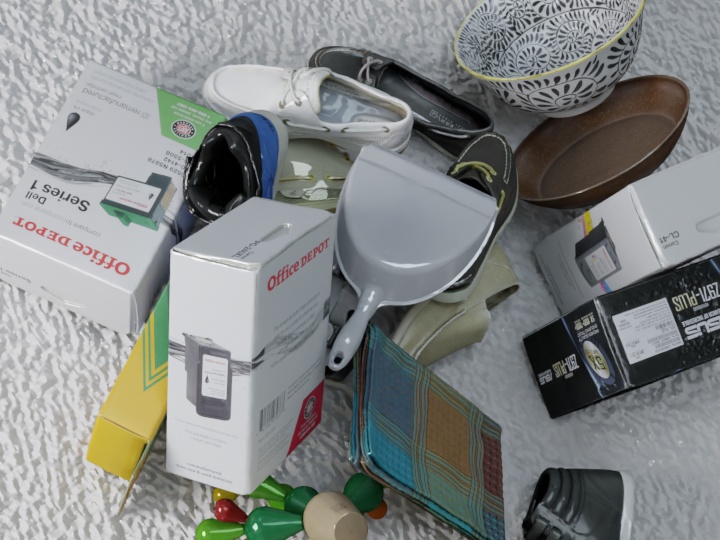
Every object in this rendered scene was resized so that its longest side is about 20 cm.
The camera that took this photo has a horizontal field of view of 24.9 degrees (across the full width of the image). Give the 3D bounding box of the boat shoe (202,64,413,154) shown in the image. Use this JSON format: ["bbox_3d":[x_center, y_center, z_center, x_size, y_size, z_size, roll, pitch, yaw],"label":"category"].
[{"bbox_3d":[-0.046,-0.159,1.496,0.197,0.069,0.072,11,67,-4],"label":"boat shoe"}]

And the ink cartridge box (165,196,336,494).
[{"bbox_3d":[-0.090,0.056,1.340,0.082,0.203,0.145,13,24,21],"label":"ink cartridge box"}]

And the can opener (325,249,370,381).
[{"bbox_3d":[0.000,0.000,1.491,0.052,0.066,0.202,28,93,37],"label":"can opener"}]

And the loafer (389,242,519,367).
[{"bbox_3d":[0.084,0.047,1.517,0.068,0.076,0.200,37,62,8],"label":"loafer"}]

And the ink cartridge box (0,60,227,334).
[{"bbox_3d":[-0.223,-0.066,1.462,0.145,0.085,0.202,22,63,5],"label":"ink cartridge box"}]

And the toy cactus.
[{"bbox_3d":[-0.036,0.193,1.373,0.197,0.165,0.104,-5,95,-23],"label":"toy cactus"}]

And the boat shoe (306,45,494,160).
[{"bbox_3d":[0.043,-0.176,1.610,0.198,0.057,0.067,27,63,-4],"label":"boat shoe"}]

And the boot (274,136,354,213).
[{"bbox_3d":[-0.029,-0.112,1.556,0.197,0.072,0.156,-10,68,-19],"label":"boot"}]

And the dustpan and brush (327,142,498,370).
[{"bbox_3d":[0.021,-0.002,1.409,0.138,0.058,0.201,25,55,9],"label":"dustpan and brush"}]

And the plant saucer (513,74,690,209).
[{"bbox_3d":[0.235,-0.118,1.586,0.201,0.199,0.037,-47,117,-27],"label":"plant saucer"}]

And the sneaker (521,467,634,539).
[{"bbox_3d":[0.190,0.266,1.462,0.098,0.071,0.202,12,59,-9],"label":"sneaker"}]

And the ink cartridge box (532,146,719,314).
[{"bbox_3d":[0.274,-0.037,1.534,0.146,0.200,0.086,-22,83,-24],"label":"ink cartridge box"}]

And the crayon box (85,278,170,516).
[{"bbox_3d":[-0.178,0.096,1.392,0.051,0.126,0.202,26,63,-3],"label":"crayon box"}]

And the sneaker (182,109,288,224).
[{"bbox_3d":[-0.114,-0.037,1.434,0.076,0.111,0.203,13,104,20],"label":"sneaker"}]

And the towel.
[{"bbox_3d":[0.063,0.148,1.424,0.199,0.022,0.148,37,39,-35],"label":"towel"}]

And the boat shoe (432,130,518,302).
[{"bbox_3d":[0.104,-0.063,1.516,0.071,0.061,0.203,11,50,13],"label":"boat shoe"}]

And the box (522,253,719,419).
[{"bbox_3d":[0.277,0.056,1.515,0.198,0.164,0.087,-18,82,-23],"label":"box"}]

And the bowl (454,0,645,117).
[{"bbox_3d":[0.201,-0.216,1.634,0.201,0.199,0.095,-46,129,-27],"label":"bowl"}]
